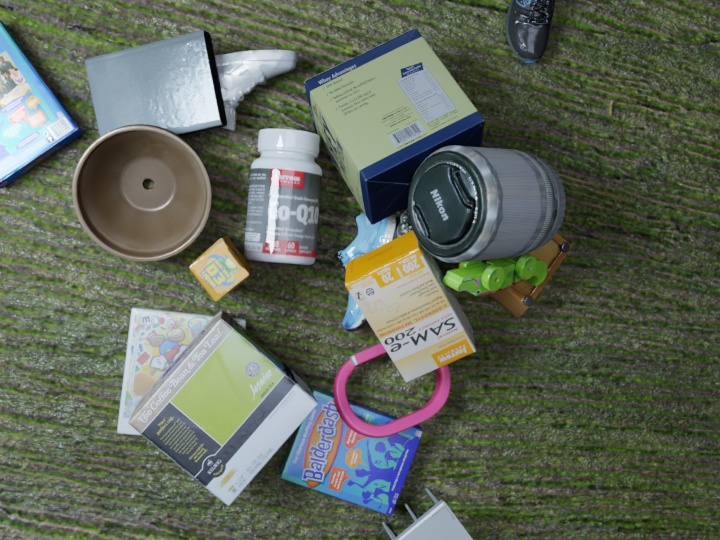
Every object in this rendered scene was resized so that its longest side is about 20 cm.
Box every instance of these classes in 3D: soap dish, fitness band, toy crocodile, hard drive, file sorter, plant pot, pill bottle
[{"bbox_3d":[0.243,-0.041,1.257,0.200,0.081,0.158,38,86,-10],"label":"soap dish"},{"bbox_3d":[0.053,0.188,1.231,0.199,0.037,0.145,-19,81,-19],"label":"fitness band"},{"bbox_3d":[0.209,0.006,1.158,0.199,0.067,0.062,-14,117,-37],"label":"toy crocodile"},{"bbox_3d":[-0.308,-0.270,1.143,0.198,0.033,0.141,-9,95,12],"label":"hard drive"},{"bbox_3d":[0.084,0.474,1.230,0.200,0.125,0.139,-37,97,-7],"label":"file sorter"},{"bbox_3d":[-0.324,-0.123,1.141,0.199,0.093,0.202,-3,108,-8],"label":"plant pot"},{"bbox_3d":[-0.118,-0.113,1.175,0.113,0.114,0.202,4,92,-10],"label":"pill bottle"}]

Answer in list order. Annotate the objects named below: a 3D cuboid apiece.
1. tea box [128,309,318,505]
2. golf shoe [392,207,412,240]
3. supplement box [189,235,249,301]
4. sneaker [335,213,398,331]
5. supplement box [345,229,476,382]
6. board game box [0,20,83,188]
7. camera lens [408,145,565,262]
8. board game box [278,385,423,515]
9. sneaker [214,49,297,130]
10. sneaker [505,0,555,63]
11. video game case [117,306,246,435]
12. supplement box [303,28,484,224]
[{"bbox_3d":[-0.205,0.201,1.143,0.197,0.134,0.200,43,85,-10],"label":"tea box"},{"bbox_3d":[0.101,-0.089,1.225,0.077,0.088,0.200,33,53,4],"label":"golf shoe"},{"bbox_3d":[-0.206,-0.007,1.122,0.069,0.200,0.067,-38,98,-6],"label":"supplement box"},{"bbox_3d":[0.000,0.000,1.234,0.089,0.078,0.202,15,87,9],"label":"sneaker"},{"bbox_3d":[0.077,0.056,1.147,0.125,0.074,0.201,-26,115,14],"label":"supplement box"},{"bbox_3d":[-0.540,-0.249,1.125,0.152,0.045,0.201,-35,98,-6],"label":"board game box"},{"bbox_3d":[0.180,-0.096,1.087,0.199,0.159,0.161,-5,94,-42],"label":"camera lens"},{"bbox_3d":[-0.015,0.297,1.246,0.199,0.045,0.153,21,89,-9],"label":"board game box"},{"bbox_3d":[-0.190,-0.279,1.182,0.198,0.074,0.117,-8,96,1],"label":"sneaker"},{"bbox_3d":[0.288,-0.448,1.247,0.073,0.082,0.202,1,93,-11],"label":"sneaker"},{"bbox_3d":[-0.284,0.168,1.206,0.181,0.023,0.202,7,91,-10],"label":"video game case"},{"bbox_3d":[0.051,-0.219,1.150,0.199,0.134,0.201,-27,66,-8],"label":"supplement box"}]
